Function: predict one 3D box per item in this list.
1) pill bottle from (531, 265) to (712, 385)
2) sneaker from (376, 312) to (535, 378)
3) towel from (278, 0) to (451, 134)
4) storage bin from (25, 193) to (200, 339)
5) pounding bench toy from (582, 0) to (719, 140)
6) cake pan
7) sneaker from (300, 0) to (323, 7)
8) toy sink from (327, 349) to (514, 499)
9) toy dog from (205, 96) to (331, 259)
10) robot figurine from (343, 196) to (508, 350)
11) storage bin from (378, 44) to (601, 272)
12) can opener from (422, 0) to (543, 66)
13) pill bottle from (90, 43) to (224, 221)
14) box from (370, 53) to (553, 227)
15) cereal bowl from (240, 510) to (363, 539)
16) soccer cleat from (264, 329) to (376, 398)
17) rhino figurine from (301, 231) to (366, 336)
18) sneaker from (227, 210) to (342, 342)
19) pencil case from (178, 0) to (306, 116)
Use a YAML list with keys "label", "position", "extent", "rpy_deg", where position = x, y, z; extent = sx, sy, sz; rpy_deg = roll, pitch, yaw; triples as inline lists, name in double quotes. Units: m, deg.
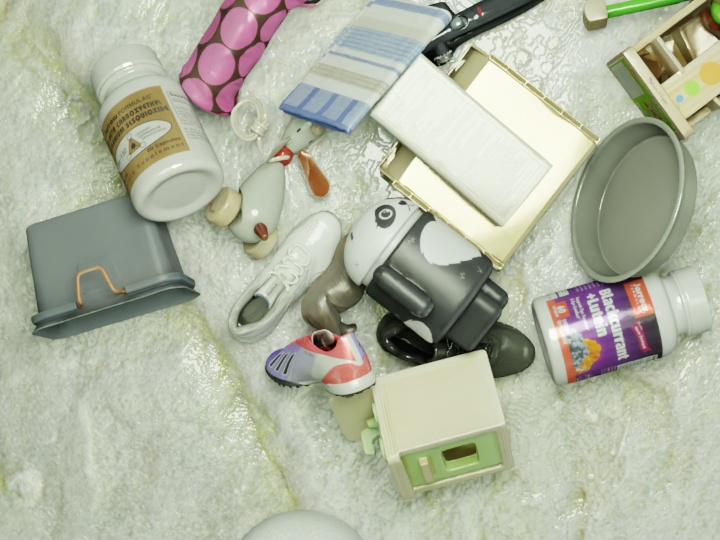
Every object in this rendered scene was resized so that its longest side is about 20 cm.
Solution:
- label: "pill bottle"
  position: [0.316, 0.061, 1.526]
  extent: [0.199, 0.111, 0.112]
  rpy_deg: [-17, 92, 3]
- label: "sneaker"
  position: [0.116, 0.098, 1.548]
  extent: [0.198, 0.091, 0.077]
  rpy_deg: [5, 97, 2]
- label: "towel"
  position: [0.006, -0.247, 1.500]
  extent: [0.200, 0.146, 0.024]
  rpy_deg: [-50, 130, -15]
- label: "storage bin"
  position: [-0.318, -0.010, 1.550]
  extent: [0.199, 0.146, 0.135]
  rpy_deg: [-18, 82, 4]
- label: "pounding bench toy"
  position: [0.378, -0.280, 1.500]
  extent: [0.156, 0.124, 0.200]
  rpy_deg: [-37, 90, 4]
- label: "cake pan"
  position: [0.324, -0.080, 1.490]
  extent: [0.037, 0.200, 0.202]
  rpy_deg: [15, 94, -26]
- label: "sneaker"
  position: [-0.054, -0.424, 1.534]
  extent: [0.073, 0.087, 0.201]
  rpy_deg: [14, 94, 2]
- label: "toy sink"
  position: [0.074, 0.195, 1.516]
  extent: [0.198, 0.131, 0.113]
  rpy_deg: [-14, 56, 3]
- label: "toy dog"
  position: [-0.103, -0.106, 1.538]
  extent: [0.131, 0.096, 0.201]
  rpy_deg: [11, 100, -33]
- label: "robot figurine"
  position: [0.076, 0.002, 1.472]
  extent: [0.200, 0.150, 0.125]
  rpy_deg: [38, 78, 3]
- label: "storage bin"
  position: [0.154, -0.136, 1.535]
  extent: [0.198, 0.094, 0.200]
  rpy_deg: [38, 94, 1]
- label: "can opener"
  position: [0.141, -0.310, 1.541]
  extent: [0.199, 0.063, 0.079]
  rpy_deg: [-23, 91, 4]
- label: "pill bottle"
  position: [-0.251, -0.170, 1.517]
  extent: [0.114, 0.114, 0.201]
  rpy_deg: [-29, 65, 4]
- label: "box"
  position: [0.115, -0.148, 1.450]
  extent: [0.200, 0.078, 0.095]
  rpy_deg: [42, 94, 1]
- label: "cereal bowl"
  position: [-0.076, 0.406, 1.577]
  extent: [0.198, 0.083, 0.202]
  rpy_deg: [0, 92, 3]
- label: "soccer cleat"
  position: [-0.055, 0.102, 1.517]
  extent: [0.068, 0.199, 0.074]
  rpy_deg: [-24, 105, -31]
- label: "rhino figurine"
  position: [0.000, 0.000, 1.556]
  extent: [0.087, 0.060, 0.201]
  rpy_deg: [37, 80, -18]
- label: "sneaker"
  position: [-0.091, 0.012, 1.557]
  extent: [0.074, 0.087, 0.200]
  rpy_deg: [37, 93, 2]
- label: "pencil case"
  position: [-0.137, -0.285, 1.524]
  extent: [0.093, 0.091, 0.200]
  rpy_deg: [20, 116, -41]
